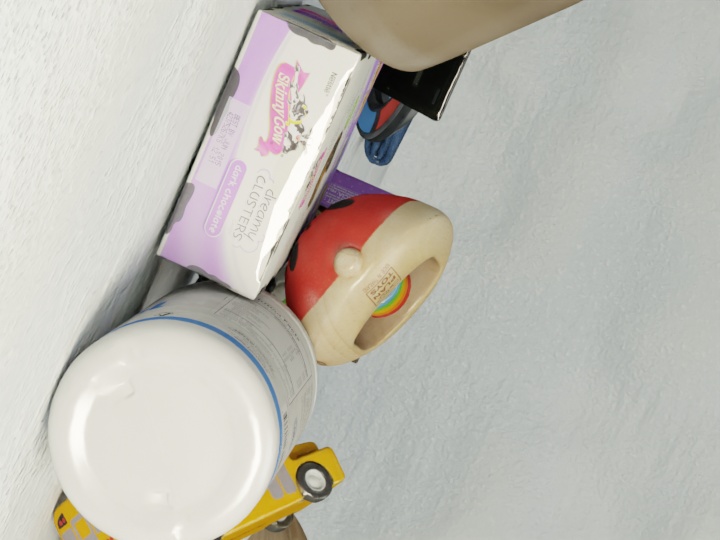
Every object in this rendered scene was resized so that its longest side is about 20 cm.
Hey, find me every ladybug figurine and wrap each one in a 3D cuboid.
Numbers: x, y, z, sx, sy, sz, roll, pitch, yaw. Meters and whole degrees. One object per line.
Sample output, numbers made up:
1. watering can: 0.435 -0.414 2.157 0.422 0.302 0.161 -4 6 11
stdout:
1. ladybug figurine: 0.000 0.000 1.202 0.136 0.072 0.200 -47 169 -3

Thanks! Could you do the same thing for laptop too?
1. laptop: 0.070 -0.255 1.654 0.116 0.200 0.187 8 110 -52

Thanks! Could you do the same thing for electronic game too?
1. electronic game: 0.045 -0.222 1.746 0.200 0.042 0.200 -56 -158 36

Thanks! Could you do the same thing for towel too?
1. towel: 0.059 -0.237 2.332 0.112 0.049 0.200 112 3 -51

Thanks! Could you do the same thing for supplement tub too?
1. supplement tub: -0.100 0.081 1.055 0.200 0.132 0.132 -54 168 -81

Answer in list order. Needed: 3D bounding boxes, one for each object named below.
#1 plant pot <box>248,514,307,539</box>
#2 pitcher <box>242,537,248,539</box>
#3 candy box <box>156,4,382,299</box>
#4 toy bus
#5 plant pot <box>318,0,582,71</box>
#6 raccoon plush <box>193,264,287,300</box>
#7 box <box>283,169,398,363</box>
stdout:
1. plant pot: -0.148 0.233 1.425 0.201 0.201 0.093 -63 143 -40
2. pitcher: -0.159 0.191 1.321 0.172 0.121 0.200 -32 -165 45
3. candy box: -0.052 -0.085 1.152 0.200 0.072 0.168 -56 171 -79
4. toy bus: -0.107 0.159 1.214 0.200 0.078 0.065 -20 164 -44
5. plant pot: 0.063 -0.216 1.051 0.174 0.200 0.200 -37 -166 33
6. raccoon plush: -0.124 0.050 1.253 0.200 0.134 0.097 -22 166 -37
7. box: -0.040 -0.011 1.371 0.200 0.137 0.039 110 4 -58
